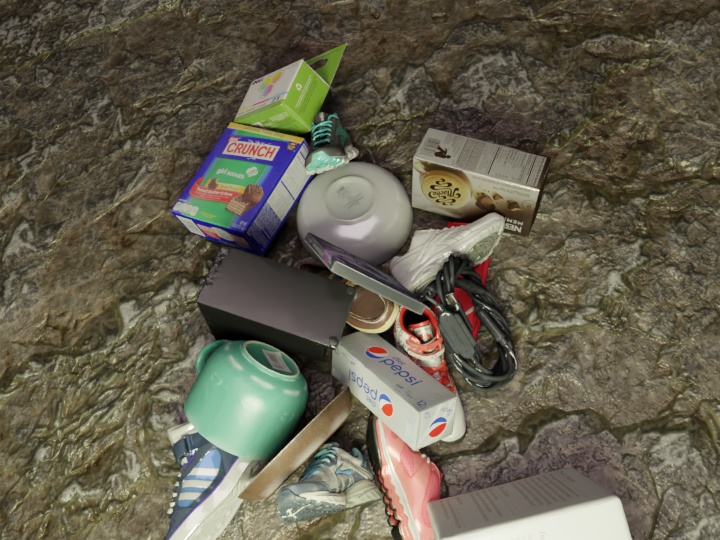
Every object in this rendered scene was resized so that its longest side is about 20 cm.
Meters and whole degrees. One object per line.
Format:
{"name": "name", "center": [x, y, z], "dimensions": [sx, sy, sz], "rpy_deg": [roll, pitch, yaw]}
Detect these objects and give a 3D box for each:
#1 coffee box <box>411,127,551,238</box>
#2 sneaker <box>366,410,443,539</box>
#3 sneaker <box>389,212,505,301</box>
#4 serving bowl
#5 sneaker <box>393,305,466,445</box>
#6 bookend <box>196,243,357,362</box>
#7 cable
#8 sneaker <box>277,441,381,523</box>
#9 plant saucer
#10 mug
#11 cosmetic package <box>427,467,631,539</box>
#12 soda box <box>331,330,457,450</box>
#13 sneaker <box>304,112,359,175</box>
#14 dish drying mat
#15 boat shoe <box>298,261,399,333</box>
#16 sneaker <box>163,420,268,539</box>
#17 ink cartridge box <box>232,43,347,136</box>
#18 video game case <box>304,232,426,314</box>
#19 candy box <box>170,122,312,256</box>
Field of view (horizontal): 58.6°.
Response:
{"name": "coffee box", "center": [0.188, -0.139, 1.021], "dimensions": [0.200, 0.113, 0.080], "rpy_deg": [18, 56, 15]}
{"name": "sneaker", "center": [0.065, 0.274, 0.882], "dimensions": [0.087, 0.074, 0.201], "rpy_deg": [-10, 65, -15]}
{"name": "sneaker", "center": [0.128, -0.041, 0.994], "dimensions": [0.200, 0.078, 0.099], "rpy_deg": [-32, 56, -5]}
{"name": "serving bowl", "center": [-0.014, -0.103, 1.063], "dimensions": [0.199, 0.066, 0.201], "rpy_deg": [-3, 64, 7]}
{"name": "sneaker", "center": [0.096, 0.141, 0.905], "dimensions": [0.067, 0.108, 0.202], "rpy_deg": [-16, 63, -7]}
{"name": "bookend", "center": [-0.117, 0.068, 0.942], "dimensions": [0.199, 0.199, 0.092], "rpy_deg": [18, 68, 4]}
{"name": "cable", "center": [0.161, 0.077, 0.916], "dimensions": [0.051, 0.200, 0.163], "rpy_deg": [-27, 17, 31]}
{"name": "sneaker", "center": [-0.049, 0.268, 0.822], "dimensions": [0.077, 0.200, 0.087], "rpy_deg": [-26, 67, 19]}
{"name": "plant saucer", "center": [-0.077, 0.233, 0.844], "dimensions": [0.200, 0.200, 0.032], "rpy_deg": [-42, 82, -12]}
{"name": "mug", "center": [-0.162, 0.159, 0.889], "dimensions": [0.185, 0.152, 0.115], "rpy_deg": [32, 101, 6]}
{"name": "cosmetic package", "center": [0.198, 0.345, 0.741], "dimensions": [0.199, 0.167, 0.167], "rpy_deg": [-14, 83, 1]}
{"name": "soda box", "center": [0.041, 0.156, 0.879], "dimensions": [0.068, 0.064, 0.200], "rpy_deg": [-14, 30, -33]}
{"name": "sneaker", "center": [-0.059, -0.212, 1.049], "dimensions": [0.077, 0.200, 0.091], "rpy_deg": [-17, 104, 11]}
{"name": "dish drying mat", "center": [0.159, 0.015, 1.009], "dimensions": [0.077, 0.018, 0.200], "rpy_deg": [7, 66, 12]}
{"name": "boat shoe", "center": [-0.026, 0.031, 0.954], "dimensions": [0.200, 0.072, 0.072], "rpy_deg": [32, 89, 48]}
{"name": "sneaker", "center": [-0.238, 0.291, 0.905], "dimensions": [0.146, 0.081, 0.200], "rpy_deg": [32, 76, 29]}
{"name": "ink cartridge box", "center": [-0.125, -0.334, 1.147], "dimensions": [0.148, 0.076, 0.200], "rpy_deg": [-5, 58, 45]}
{"name": "video game case", "center": [0.000, 0.000, 0.921], "dimensions": [0.143, 0.200, 0.019], "rpy_deg": [26, 97, -19]}
{"name": "candy box", "center": [-0.193, -0.143, 1.086], "dimensions": [0.169, 0.077, 0.200], "rpy_deg": [17, 66, 29]}
